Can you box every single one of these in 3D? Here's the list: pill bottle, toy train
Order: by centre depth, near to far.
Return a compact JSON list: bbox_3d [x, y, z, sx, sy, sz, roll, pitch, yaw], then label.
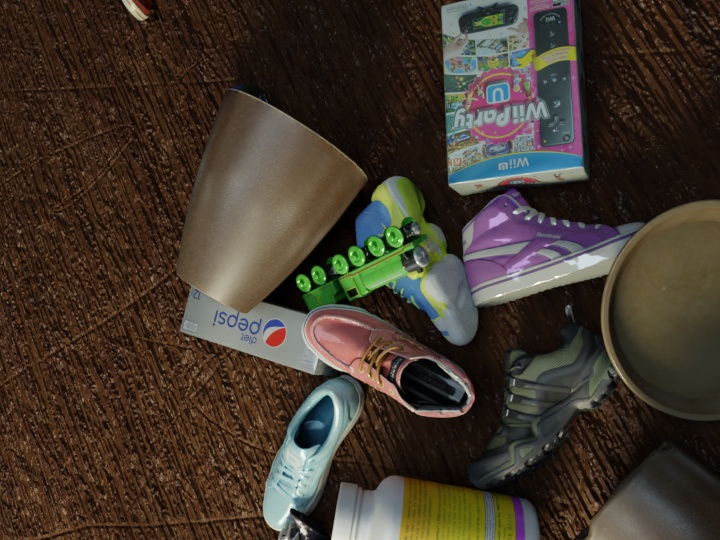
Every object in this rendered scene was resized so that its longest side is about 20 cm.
[{"bbox_3d":[0.070,0.264,0.696,0.195,0.104,0.107,10,87,1],"label":"pill bottle"},{"bbox_3d":[0.000,0.000,0.772,0.198,0.041,0.057,-25,93,45],"label":"toy train"}]

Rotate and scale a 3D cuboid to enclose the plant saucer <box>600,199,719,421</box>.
[{"bbox_3d":[0.320,0.037,0.656,0.195,0.029,0.206,0,96,4],"label":"plant saucer"}]

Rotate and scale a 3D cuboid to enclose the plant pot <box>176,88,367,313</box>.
[{"bbox_3d":[-0.118,-0.062,0.792,0.185,0.187,0.203,29,89,23],"label":"plant pot"}]

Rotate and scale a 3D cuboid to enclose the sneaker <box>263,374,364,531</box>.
[{"bbox_3d":[-0.069,0.210,0.808,0.073,0.082,0.204,27,95,24],"label":"sneaker"}]

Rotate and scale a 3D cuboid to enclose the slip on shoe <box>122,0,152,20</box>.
[{"bbox_3d":[-0.312,-0.456,1.002,0.060,0.074,0.205,-7,76,19],"label":"slip on shoe"}]

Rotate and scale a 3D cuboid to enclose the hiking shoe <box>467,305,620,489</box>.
[{"bbox_3d":[0.174,0.134,0.725,0.200,0.076,0.101,-44,61,3],"label":"hiking shoe"}]

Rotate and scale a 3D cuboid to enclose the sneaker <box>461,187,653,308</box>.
[{"bbox_3d":[0.197,-0.042,0.730,0.196,0.072,0.117,-16,73,20],"label":"sneaker"}]

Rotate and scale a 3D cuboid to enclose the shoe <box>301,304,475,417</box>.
[{"bbox_3d":[0.028,0.092,0.739,0.196,0.091,0.073,25,87,1],"label":"shoe"}]

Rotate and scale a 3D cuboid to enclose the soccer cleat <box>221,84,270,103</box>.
[{"bbox_3d":[-0.153,-0.135,0.907,0.083,0.064,0.206,0,88,53],"label":"soccer cleat"}]

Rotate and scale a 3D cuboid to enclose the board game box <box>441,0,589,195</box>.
[{"bbox_3d":[0.168,-0.194,0.765,0.144,0.064,0.206,-5,83,23],"label":"board game box"}]

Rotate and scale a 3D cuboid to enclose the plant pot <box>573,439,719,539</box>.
[{"bbox_3d":[0.290,0.270,0.595,0.198,0.199,0.202,42,100,29],"label":"plant pot"}]

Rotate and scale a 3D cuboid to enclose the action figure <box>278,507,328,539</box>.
[{"bbox_3d":[-0.105,0.377,0.790,0.202,0.069,0.130,-54,26,4],"label":"action figure"}]

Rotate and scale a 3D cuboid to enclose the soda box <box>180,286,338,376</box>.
[{"bbox_3d":[-0.117,0.070,0.852,0.196,0.068,0.065,14,87,24],"label":"soda box"}]

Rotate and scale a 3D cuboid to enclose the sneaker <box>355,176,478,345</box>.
[{"bbox_3d":[0.056,0.002,0.796,0.104,0.075,0.204,-33,72,37],"label":"sneaker"}]
